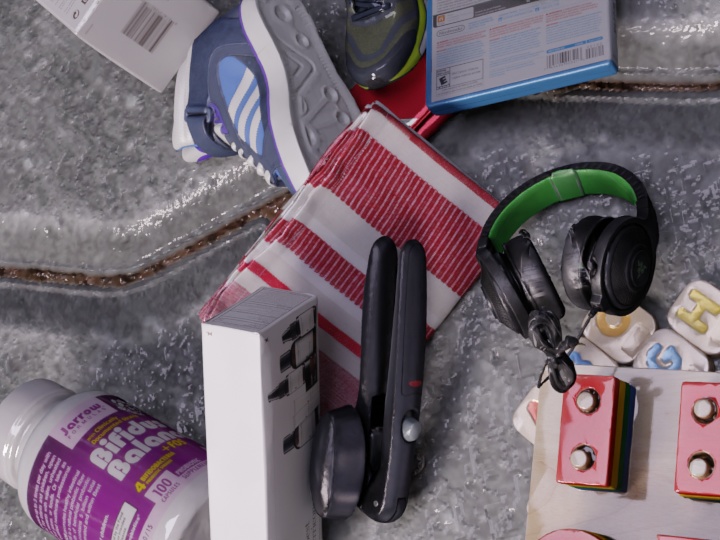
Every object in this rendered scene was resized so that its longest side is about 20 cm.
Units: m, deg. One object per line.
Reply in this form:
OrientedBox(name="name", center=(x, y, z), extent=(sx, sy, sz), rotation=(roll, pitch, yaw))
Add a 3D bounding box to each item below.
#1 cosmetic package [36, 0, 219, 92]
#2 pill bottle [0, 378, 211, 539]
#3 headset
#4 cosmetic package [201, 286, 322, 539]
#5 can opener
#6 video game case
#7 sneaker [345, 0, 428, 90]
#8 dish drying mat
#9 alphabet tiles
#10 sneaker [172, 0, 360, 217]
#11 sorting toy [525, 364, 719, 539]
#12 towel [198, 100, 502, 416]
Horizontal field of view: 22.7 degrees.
OrientedBox(name="cosmetic package", center=(-0.216, -0.234, 1.420), extent=(0.085, 0.107, 0.200), rotation=(-53, 50, 5))
OrientedBox(name="pill bottle", center=(-0.179, 0.156, 1.311), extent=(0.199, 0.112, 0.113), rotation=(25, 88, 29))
OrientedBox(name="headset", center=(0.131, -0.005, 1.178), extent=(0.123, 0.094, 0.201), rotation=(-14, 42, 20))
OrientedBox(name="cosmetic package", center=(-0.065, 0.121, 1.227), extent=(0.050, 0.082, 0.202), rotation=(10, 112, 28))
OrientedBox(name="can opener", center=(0.019, 0.077, 1.238), extent=(0.063, 0.078, 0.202), rotation=(14, 96, 33))
OrientedBox(name="video game case", center=(0.115, -0.216, 1.295), extent=(0.142, 0.018, 0.202), rotation=(-11, 62, 26))
OrientedBox(name="sneaker", center=(0.004, -0.228, 1.332), extent=(0.073, 0.081, 0.202), rotation=(-16, 63, 29))
OrientedBox(name="dish drying mat", center=(0.060, -0.158, 1.328), extent=(0.200, 0.018, 0.077), rotation=(-45, 59, 10))
OrientedBox(name="alphabet tiles", center=(0.202, 0.110, 1.185), extent=(0.195, 0.015, 0.201), rotation=(39, 96, 30))
OrientedBox(name="sneaker", center=(-0.076, -0.098, 1.349), extent=(0.146, 0.080, 0.201), rotation=(-38, 65, 42))
OrientedBox(name="sorting toy", center=(0.193, 0.159, 1.129), extent=(0.198, 0.070, 0.201), rotation=(2, 79, 25))
OrientedBox(name="towel", center=(0.000, 0.000, 1.263), extent=(0.144, 0.023, 0.200), rotation=(37, 96, -15))
